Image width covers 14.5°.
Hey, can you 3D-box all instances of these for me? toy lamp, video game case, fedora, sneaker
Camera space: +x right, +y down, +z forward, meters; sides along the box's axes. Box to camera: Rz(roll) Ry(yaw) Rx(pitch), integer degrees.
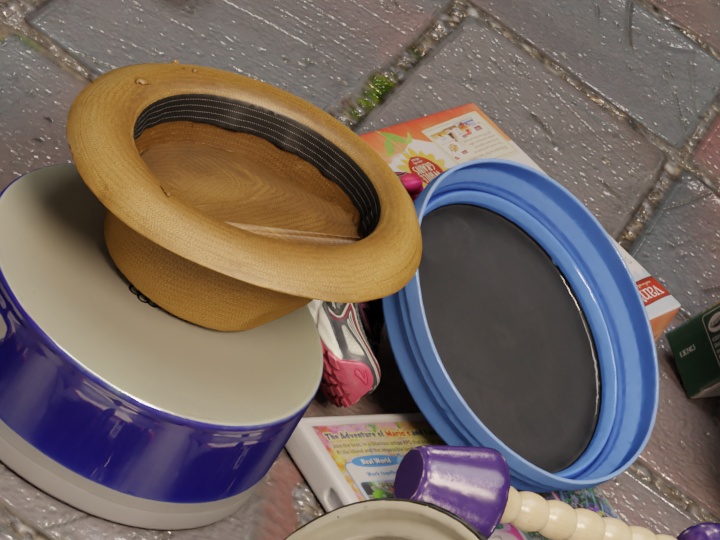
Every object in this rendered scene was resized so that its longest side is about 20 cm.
[{"bbox_3d":[0.111,0.140,1.552,0.200,0.058,0.058,20,33,-24],"label":"toy lamp"},{"bbox_3d":[0.075,0.151,1.579,0.200,0.024,0.182,0,44,-42],"label":"video game case"},{"bbox_3d":[-0.068,-0.026,1.479,0.200,0.082,0.201,19,34,-14],"label":"fedora"},{"bbox_3d":[0.000,0.000,1.637,0.074,0.081,0.200,-10,35,8],"label":"sneaker"}]

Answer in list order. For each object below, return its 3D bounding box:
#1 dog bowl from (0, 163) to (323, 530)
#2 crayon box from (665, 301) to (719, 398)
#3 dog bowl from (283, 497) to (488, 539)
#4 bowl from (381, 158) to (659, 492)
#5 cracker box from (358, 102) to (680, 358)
[{"bbox_3d":[-0.122,0.037,1.494,0.200,0.079,0.200,24,32,-16],"label":"dog bowl"},{"bbox_3d":[0.313,0.033,1.863,0.200,0.126,0.052,-1,65,-45],"label":"crayon box"},{"bbox_3d":[0.016,0.209,1.288,0.074,0.200,0.200,29,26,-44],"label":"dog bowl"},{"bbox_3d":[0.091,0.034,1.628,0.200,0.039,0.201,25,52,-35],"label":"bowl"},{"bbox_3d":[0.088,-0.012,1.785,0.200,0.058,0.134,45,34,19],"label":"cracker box"}]
